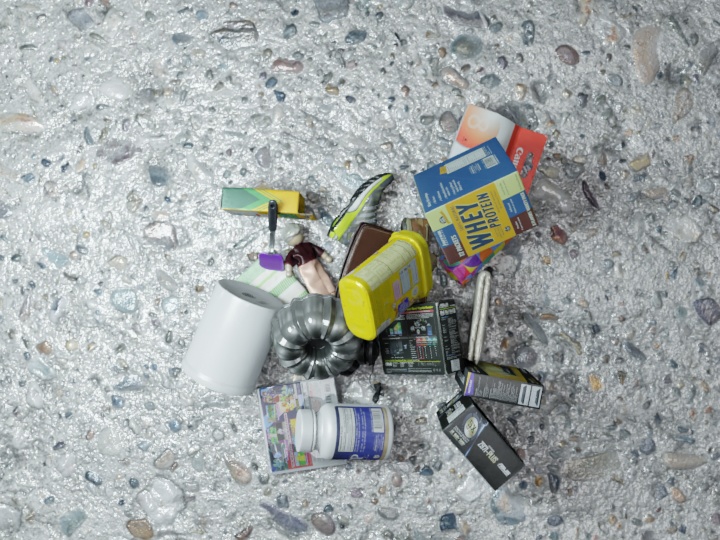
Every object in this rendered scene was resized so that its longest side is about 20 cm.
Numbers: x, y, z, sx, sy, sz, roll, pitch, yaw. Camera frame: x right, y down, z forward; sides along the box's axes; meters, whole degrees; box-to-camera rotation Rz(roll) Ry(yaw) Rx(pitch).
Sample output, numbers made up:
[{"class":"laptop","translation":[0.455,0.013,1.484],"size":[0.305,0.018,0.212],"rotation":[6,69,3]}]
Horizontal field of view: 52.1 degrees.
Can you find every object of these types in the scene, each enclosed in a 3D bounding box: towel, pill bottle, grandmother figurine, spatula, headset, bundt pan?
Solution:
[{"class":"towel","translation":[-0.195,0.075,1.673],"size":[0.152,0.023,0.200],"rotation":[-40,87,0]},{"class":"pill bottle","translation":[-0.037,0.348,1.593],"size":[0.199,0.120,0.121],"rotation":[4,89,-13]},{"class":"grandmother figurine","translation":[-0.121,-0.015,1.651],"size":[0.121,0.060,0.201],"rotation":[-21,82,-42]},{"class":"spatula","translation":[-0.192,-0.072,1.594],"size":[0.056,0.021,0.201],"rotation":[7,129,0]},{"class":"headset","translation":[-0.010,0.196,1.617],"size":[0.123,0.094,0.200],"rotation":[-25,113,24]},{"class":"bundt pan","translation":[-0.088,0.148,1.516],"size":[0.200,0.076,0.203],"rotation":[-2,125,-3]},{"class":"towel","translation":[0.259,0.100,1.606],"size":[0.034,0.133,0.201],"rotation":[8,90,6]}]

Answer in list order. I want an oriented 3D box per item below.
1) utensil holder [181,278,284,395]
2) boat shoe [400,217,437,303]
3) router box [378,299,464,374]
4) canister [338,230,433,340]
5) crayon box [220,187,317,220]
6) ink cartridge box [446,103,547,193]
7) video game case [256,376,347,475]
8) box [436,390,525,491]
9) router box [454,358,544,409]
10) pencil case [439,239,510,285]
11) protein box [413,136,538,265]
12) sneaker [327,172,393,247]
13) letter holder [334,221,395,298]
[{"class":"utensil holder","translation":[-0.271,0.140,1.585],"size":[0.169,0.170,0.201],"rotation":[23,98,2]},{"class":"boat shoe","translation":[0.137,-0.022,1.641],"size":[0.073,0.076,0.201],"rotation":[-7,90,-3]},{"class":"router box","translation":[0.124,0.145,1.584],"size":[0.062,0.199,0.151],"rotation":[-8,90,-40]},{"class":"canister","translation":[0.053,0.029,1.481],"size":[0.086,0.200,0.149],"rotation":[14,128,37]},{"class":"crayon box","translation":[-0.196,-0.147,1.625],"size":[0.199,0.126,0.052],"rotation":[4,88,1]},{"class":"ink cartridge box","translation":[0.304,-0.263,1.654],"size":[0.199,0.050,0.163],"rotation":[19,90,5]},{"class":"video game case","translation":[-0.132,0.350,1.666],"size":[0.181,0.023,0.201],"rotation":[-9,90,1]},{"class":"box","translation":[0.250,0.355,1.567],"size":[0.086,0.200,0.164],"rotation":[-41,88,1]},{"class":"router box","translation":[0.290,0.237,1.569],"size":[0.156,0.200,0.053],"rotation":[10,92,1]},{"class":"pencil case","translation":[0.267,-0.060,1.636],"size":[0.200,0.088,0.088],"rotation":[-43,88,-2]},{"class":"protein box","translation":[0.236,-0.149,1.548],"size":[0.199,0.199,0.135],"rotation":[-25,119,10]},{"class":"sneaker","translation":[0.012,-0.135,1.656],"size":[0.081,0.074,0.200],"rotation":[40,90,-17]},{"class":"letter holder","translation":[0.000,0.000,1.587],"size":[0.142,0.100,0.201],"rotation":[13,98,-38]}]
